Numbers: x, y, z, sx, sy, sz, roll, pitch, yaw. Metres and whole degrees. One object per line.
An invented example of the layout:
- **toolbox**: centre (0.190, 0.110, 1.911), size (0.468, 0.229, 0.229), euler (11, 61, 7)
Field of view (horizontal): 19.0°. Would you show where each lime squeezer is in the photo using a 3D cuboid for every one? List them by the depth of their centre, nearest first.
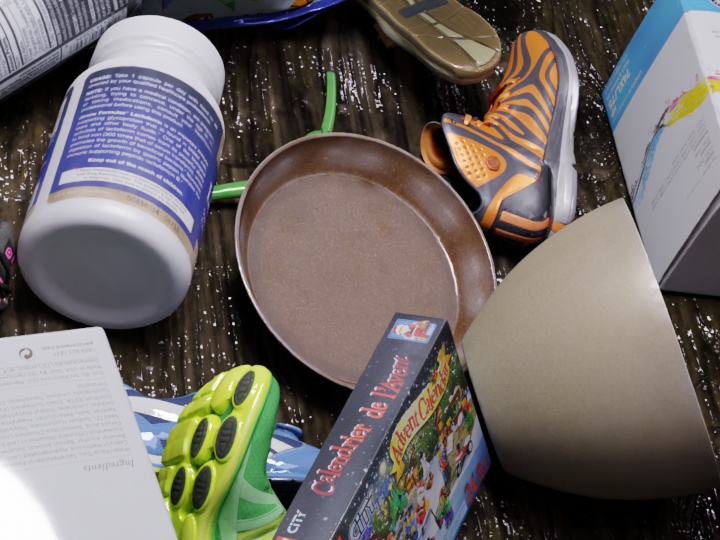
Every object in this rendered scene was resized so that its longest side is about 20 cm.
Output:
- **lime squeezer**: centre (-0.051, -0.080, 1.559), size (0.070, 0.038, 0.200), euler (15, 40, 32)

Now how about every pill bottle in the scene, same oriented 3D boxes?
- **pill bottle**: centre (-0.153, -0.070, 1.442), size (0.115, 0.116, 0.201), euler (18, 48, -9)
- **pill bottle**: centre (-0.256, -0.172, 1.476), size (0.199, 0.106, 0.106), euler (-36, 71, -26)

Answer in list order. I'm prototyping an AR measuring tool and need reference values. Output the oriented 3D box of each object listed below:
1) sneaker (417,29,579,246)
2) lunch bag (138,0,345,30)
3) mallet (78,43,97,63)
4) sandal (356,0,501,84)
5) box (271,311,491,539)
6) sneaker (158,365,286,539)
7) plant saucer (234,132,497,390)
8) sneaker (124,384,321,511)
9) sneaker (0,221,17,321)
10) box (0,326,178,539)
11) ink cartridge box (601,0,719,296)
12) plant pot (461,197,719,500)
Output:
- **sneaker**: centre (0.101, -0.112, 1.614), size (0.111, 0.078, 0.201), euler (13, 49, -15)
- **lunch bag**: centre (-0.096, -0.273, 1.632), size (0.198, 0.124, 0.171), euler (-9, 55, -21)
- **mallet**: centre (-0.271, -0.211, 1.565), size (0.199, 0.041, 0.066), euler (24, 50, -9)
- **sandal**: centre (0.046, -0.193, 1.667), size (0.080, 0.054, 0.200), euler (-18, 44, -18)
- **box**: centre (0.015, 0.145, 1.311), size (0.037, 0.137, 0.201), euler (8, 48, 27)
- **sneaker**: centre (-0.075, 0.154, 1.280), size (0.083, 0.202, 0.074), euler (6, 4, -39)
- **plant saucer**: centre (0.000, 0.000, 1.487), size (0.199, 0.034, 0.202), euler (12, 60, -21)
- **sneaker**: centre (-0.078, 0.117, 1.351), size (0.198, 0.074, 0.083), euler (12, 45, -16)
- **sneaker**: centre (-0.251, 0.004, 1.366), size (0.083, 0.077, 0.201), euler (-11, 59, -26)
- **box**: centre (-0.182, 0.159, 1.215), size (0.106, 0.153, 0.201), euler (-5, 54, -28)
- **ink cartridge box**: centre (0.294, -0.099, 1.640), size (0.145, 0.146, 0.201), euler (6, 50, -19)
- **plant pot**: centre (0.144, 0.068, 1.431), size (0.133, 0.201, 0.201), euler (-19, 55, 5)
